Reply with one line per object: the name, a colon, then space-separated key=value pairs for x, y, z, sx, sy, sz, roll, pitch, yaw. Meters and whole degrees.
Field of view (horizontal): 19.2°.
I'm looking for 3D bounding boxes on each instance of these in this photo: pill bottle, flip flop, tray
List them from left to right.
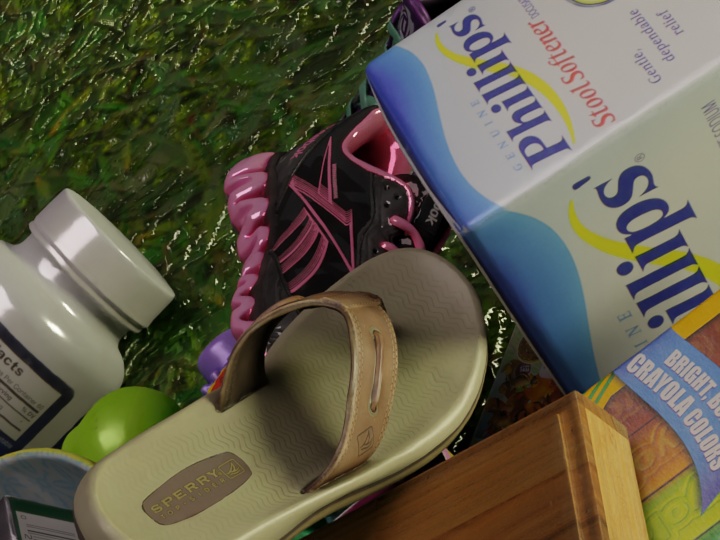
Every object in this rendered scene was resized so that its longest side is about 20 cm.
pill bottle: x=-0.196 y=0.055 z=1.123 sx=0.200 sy=0.111 sz=0.111 roll=-45 pitch=40 yaw=1
flip flop: x=-0.022 y=0.043 z=0.761 sx=0.081 sy=0.058 sz=0.200 roll=34 pitch=44 yaw=26
tray: x=0.011 y=0.131 z=0.758 sx=0.200 sy=0.037 sz=0.099 roll=-30 pitch=44 yaw=26

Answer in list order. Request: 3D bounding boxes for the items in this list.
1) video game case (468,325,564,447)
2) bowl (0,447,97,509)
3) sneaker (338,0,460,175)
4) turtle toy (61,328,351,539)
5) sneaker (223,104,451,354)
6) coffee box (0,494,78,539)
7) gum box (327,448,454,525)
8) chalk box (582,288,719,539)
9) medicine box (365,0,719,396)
video game case: x=0.135 y=0.014 z=0.945 sx=0.143 sy=0.018 sz=0.200 roll=1 pitch=58 yaw=41
bowl: x=-0.117 y=0.186 z=0.934 sx=0.200 sy=0.108 sz=0.201 roll=-18 pitch=63 yaw=38
sneaker: x=0.020 y=-0.094 z=1.080 sx=0.200 sy=0.088 sz=0.074 roll=-41 pitch=40 yaw=5
turtle toy: x=-0.045 y=0.083 z=0.976 sx=0.200 sy=0.101 sz=0.146 roll=-15 pitch=48 yaw=32
sneaker: x=0.000 y=0.000 z=0.884 sx=0.095 sy=0.079 sz=0.200 roll=-30 pitch=39 yaw=15
coffee box: x=-0.145 y=0.204 z=0.844 sx=0.123 sy=0.044 sz=0.200 roll=-37 pitch=52 yaw=27
gum box: x=0.069 y=0.171 z=0.794 sx=0.066 sy=0.113 sz=0.200 roll=-39 pitch=40 yaw=8
chalk box: x=0.172 y=0.079 z=0.773 sx=0.200 sy=0.124 sz=0.125 roll=-40 pitch=39 yaw=8
medicine box: x=0.134 y=-0.051 z=0.840 sx=0.200 sy=0.182 sz=0.103 roll=-34 pitch=49 yaw=4
